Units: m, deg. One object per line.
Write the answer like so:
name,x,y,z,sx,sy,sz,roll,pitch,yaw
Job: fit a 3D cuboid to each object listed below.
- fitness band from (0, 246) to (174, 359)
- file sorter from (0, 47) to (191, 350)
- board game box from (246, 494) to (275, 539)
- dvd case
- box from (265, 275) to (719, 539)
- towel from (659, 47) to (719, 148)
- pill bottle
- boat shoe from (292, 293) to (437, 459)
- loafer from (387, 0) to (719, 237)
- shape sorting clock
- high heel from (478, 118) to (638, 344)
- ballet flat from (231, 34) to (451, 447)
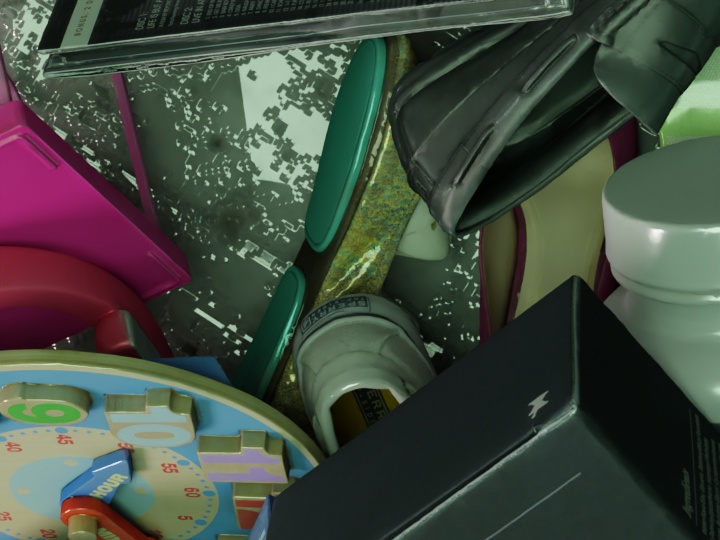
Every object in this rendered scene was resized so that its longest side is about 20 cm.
fitness band,-0.144,0.057,1.153,0.143,0.200,0.038,-14,56,5
file sorter,-0.196,-0.035,1.142,0.199,0.139,0.126,-24,58,13
board game box,-0.016,0.201,1.118,0.135,0.034,0.201,22,106,-11
dvd case,-0.014,-0.126,1.098,0.199,0.149,0.016,-5,124,11
box,0.081,0.133,1.014,0.148,0.107,0.200,-36,107,19
towel,0.212,-0.095,1.099,0.199,0.031,0.150,1,100,10
pill bottle,0.148,0.056,1.100,0.119,0.120,0.201,-4,113,11
boat shoe,0.032,0.103,1.144,0.071,0.070,0.201,-21,121,7
loafer,0.102,-0.082,1.072,0.200,0.068,0.071,-33,56,18
shape sorting clock,-0.108,0.087,1.123,0.199,0.200,0.039,-9,57,12
high heel,0.076,-0.018,1.127,0.067,0.096,0.201,-3,102,7
ballet flat,0.000,0.000,1.168,0.070,0.071,0.201,22,104,5
